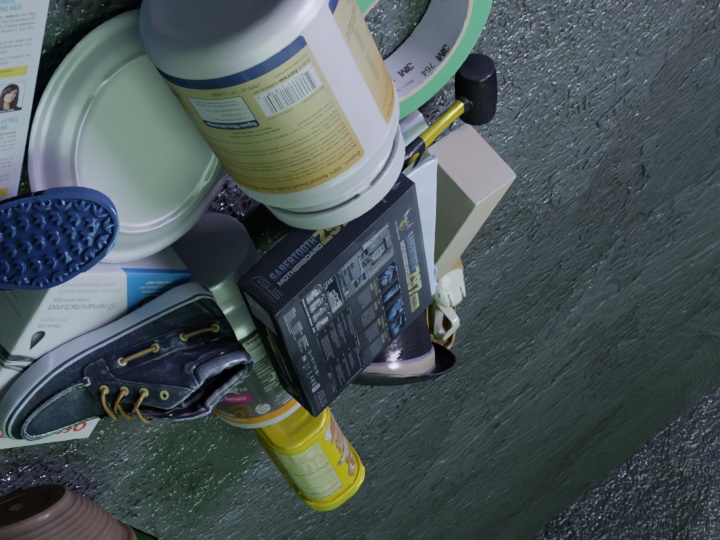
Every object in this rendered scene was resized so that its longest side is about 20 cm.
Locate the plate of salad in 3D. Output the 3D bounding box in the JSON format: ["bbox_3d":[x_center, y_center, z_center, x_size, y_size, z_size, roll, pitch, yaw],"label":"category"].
[{"bbox_3d":[-0.170,-0.102,0.888,0.200,0.048,0.201,-29,132,-39],"label":"plate of salad"}]

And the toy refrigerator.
[{"bbox_3d":[0.083,-0.060,1.217,0.070,0.076,0.200,-35,166,-29],"label":"toy refrigerator"}]

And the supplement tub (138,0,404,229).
[{"bbox_3d":[-0.055,-0.137,0.849,0.144,0.144,0.200,-38,139,-6],"label":"supplement tub"}]

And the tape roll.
[{"bbox_3d":[0.025,-0.208,0.999,0.200,0.048,0.201,-31,152,-19],"label":"tape roll"}]

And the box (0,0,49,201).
[{"bbox_3d":[-0.254,-0.126,0.746,0.082,0.049,0.201,-18,146,-39],"label":"box"}]

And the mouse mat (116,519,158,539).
[{"bbox_3d":[-0.329,0.312,1.232,0.199,0.161,0.008,-23,104,-34],"label":"mouse mat"}]

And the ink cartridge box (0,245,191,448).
[{"bbox_3d":[-0.256,0.050,0.971,0.146,0.086,0.200,0,131,-53],"label":"ink cartridge box"}]

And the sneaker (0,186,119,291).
[{"bbox_3d":[-0.262,-0.016,0.825,0.199,0.078,0.070,-20,114,3],"label":"sneaker"}]

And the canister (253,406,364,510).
[{"bbox_3d":[-0.075,0.178,1.338,0.086,0.149,0.200,-36,152,-9],"label":"canister"}]

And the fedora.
[{"bbox_3d":[0.021,0.063,1.320,0.200,0.200,0.092,-9,106,-47],"label":"fedora"}]

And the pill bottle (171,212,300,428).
[{"bbox_3d":[-0.119,0.048,1.090,0.116,0.116,0.200,-35,138,-13],"label":"pill bottle"}]

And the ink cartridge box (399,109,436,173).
[{"bbox_3d":[0.013,-0.074,1.186,0.160,0.047,0.200,-41,152,-1],"label":"ink cartridge box"}]

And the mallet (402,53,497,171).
[{"bbox_3d":[0.060,-0.129,1.076,0.200,0.041,0.066,-41,148,-31],"label":"mallet"}]

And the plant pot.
[{"bbox_3d":[-0.326,0.275,1.160,0.200,0.200,0.093,-23,105,-33],"label":"plant pot"}]

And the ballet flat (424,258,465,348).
[{"bbox_3d":[0.104,0.032,1.451,0.068,0.063,0.200,-32,152,-20],"label":"ballet flat"}]

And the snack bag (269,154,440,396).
[{"bbox_3d":[0.000,0.000,1.069,0.200,0.021,0.189,-35,143,-28],"label":"snack bag"}]

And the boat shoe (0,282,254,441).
[{"bbox_3d":[-0.185,0.093,0.930,0.200,0.091,0.071,-32,151,-15],"label":"boat shoe"}]

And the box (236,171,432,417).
[{"bbox_3d":[-0.014,0.018,0.983,0.158,0.051,0.200,-43,154,-15],"label":"box"}]
